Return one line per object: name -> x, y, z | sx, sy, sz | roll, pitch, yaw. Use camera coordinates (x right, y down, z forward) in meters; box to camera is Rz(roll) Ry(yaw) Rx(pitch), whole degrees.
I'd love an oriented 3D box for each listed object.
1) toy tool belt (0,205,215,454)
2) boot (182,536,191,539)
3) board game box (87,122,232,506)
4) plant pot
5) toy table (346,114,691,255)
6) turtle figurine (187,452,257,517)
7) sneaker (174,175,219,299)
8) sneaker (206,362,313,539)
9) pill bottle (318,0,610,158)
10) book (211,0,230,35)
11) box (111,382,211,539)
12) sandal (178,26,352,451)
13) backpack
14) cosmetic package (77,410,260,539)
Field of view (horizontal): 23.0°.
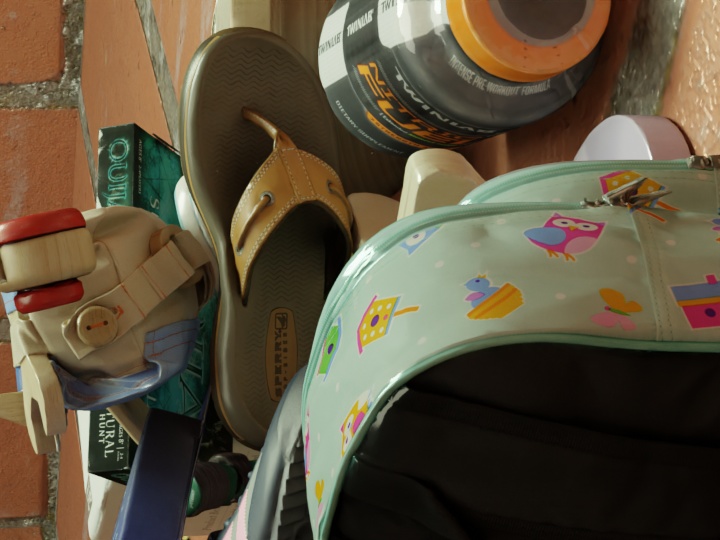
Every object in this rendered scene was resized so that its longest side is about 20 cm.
toy tool belt -> -0.127, 0.034, 0.855 | 0.200, 0.125, 0.123 | -27, -77, -89
boot -> -0.062, 0.219, 1.108 | 0.073, 0.155, 0.200 | -66, -14, 10
board game box -> -0.113, 0.030, 1.035 | 0.135, 0.028, 0.200 | 35, -129, -64
plant pot -> -0.005, -0.114, 1.037 | 0.201, 0.093, 0.201 | -5, -90, -79
toy table -> 0.066, 0.021, 0.799 | 0.184, 0.117, 0.200 | -117, 29, -59
turtle figurine -> -0.042, 0.125, 1.013 | 0.101, 0.200, 0.150 | -21, 88, 36
sneaker -> 0.000, 0.000, 0.964 | 0.200, 0.130, 0.080 | 51, -163, -22
sneaker -> -0.049, 0.127, 0.793 | 0.082, 0.070, 0.200 | 19, 97, 38
pill bottle -> 0.052, -0.116, 0.860 | 0.200, 0.106, 0.106 | 169, 99, -75
book -> -0.048, -0.100, 1.135 | 0.200, 0.048, 0.134 | -4, -85, -77
box -> -0.107, 0.153, 0.823 | 0.200, 0.032, 0.121 | -83, 11, -54
sandal -> -0.038, -0.014, 0.825 | 0.055, 0.082, 0.200 | 0, 90, 60
backpack -> 0.077, 0.052, 0.598 | 0.153, 0.200, 0.176 | -107, 21, -47
cosmetic package -> -0.085, 0.075, 1.200 | 0.165, 0.200, 0.165 | 114, 151, -57
